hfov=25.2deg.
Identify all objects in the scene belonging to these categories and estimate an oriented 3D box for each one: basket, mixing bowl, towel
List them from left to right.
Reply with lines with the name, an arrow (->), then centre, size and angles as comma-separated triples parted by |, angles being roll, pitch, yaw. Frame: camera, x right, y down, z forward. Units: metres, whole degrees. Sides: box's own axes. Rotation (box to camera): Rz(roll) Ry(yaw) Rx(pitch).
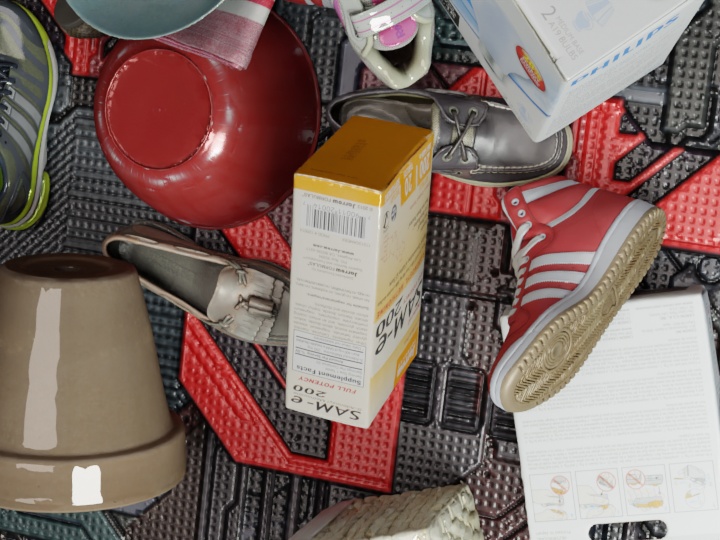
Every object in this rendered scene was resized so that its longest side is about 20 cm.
mixing bowl -> -0.142, -0.130, 1.314 | 0.198, 0.108, 0.203 | 2, 96, 18
towel -> -0.108, -0.267, 1.241 | 0.143, 0.023, 0.202 | 22, 90, 30
basket -> 0.028, 0.250, 1.243 | 0.122, 0.200, 0.137 | -14, 90, 15

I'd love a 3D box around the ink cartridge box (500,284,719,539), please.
ink cartridge box -> 0.200, 0.121, 1.251 | 0.161, 0.057, 0.202 | -7, 97, 19

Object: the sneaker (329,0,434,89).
sneaker -> 0.014, -0.214, 1.203 | 0.081, 0.200, 0.089 | -29, 51, 3

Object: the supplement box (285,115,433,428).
supplement box -> 0.000, 0.000, 1.236 | 0.073, 0.126, 0.202 | 12, 120, 16

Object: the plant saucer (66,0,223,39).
plant saucer -> -0.145, -0.267, 1.226 | 0.199, 0.039, 0.203 | -6, 75, 25

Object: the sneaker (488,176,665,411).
sneaker -> 0.130, 0.011, 1.204 | 0.112, 0.072, 0.200 | 26, 62, 32

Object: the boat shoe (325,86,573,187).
boat shoe -> 0.066, -0.107, 1.266 | 0.198, 0.065, 0.073 | 12, 97, 17

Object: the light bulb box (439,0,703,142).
light bulb box -> 0.131, -0.221, 1.149 | 0.124, 0.200, 0.199 | -33, 83, -3

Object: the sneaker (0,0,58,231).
sneaker -> -0.308, -0.133, 1.384 | 0.073, 0.081, 0.202 | 0, 95, 18

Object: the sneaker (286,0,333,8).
sneaker -> -0.016, -0.305, 1.274 | 0.112, 0.071, 0.202 | 21, 109, 20

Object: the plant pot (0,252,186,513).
plant pot -> -0.236, 0.081, 1.309 | 0.198, 0.200, 0.177 | 7, 102, 18

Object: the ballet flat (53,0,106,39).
ballet flat -> -0.168, -0.252, 1.349 | 0.199, 0.046, 0.068 | -31, 53, 13

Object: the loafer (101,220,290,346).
loafer -> -0.126, 0.015, 1.344 | 0.198, 0.063, 0.073 | 22, 101, 16
